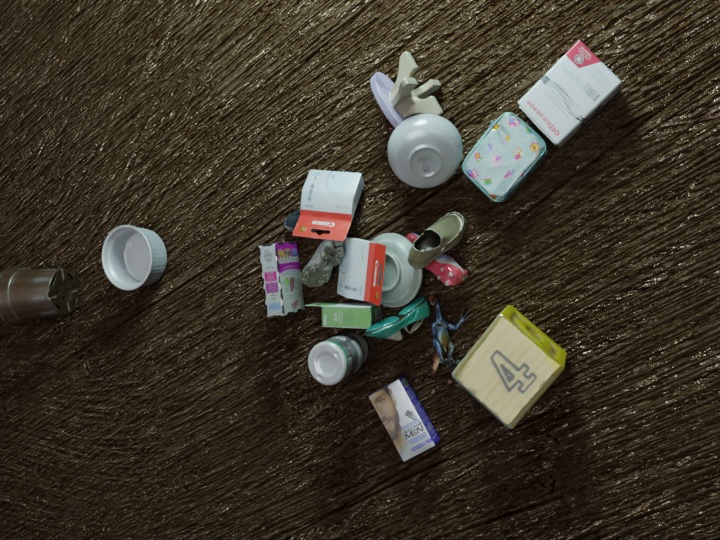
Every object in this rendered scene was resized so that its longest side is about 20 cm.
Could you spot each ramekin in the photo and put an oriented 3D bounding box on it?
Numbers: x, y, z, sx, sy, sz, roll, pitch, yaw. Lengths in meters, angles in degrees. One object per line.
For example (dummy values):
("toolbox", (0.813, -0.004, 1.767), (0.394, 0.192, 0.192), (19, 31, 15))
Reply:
("ramekin", (-0.714, -0.042, 2.008), (0.197, 0.097, 0.205), (1, 93, 21))

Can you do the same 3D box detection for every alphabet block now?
("alphabet block", (0.370, 0.231, 1.557), (0.196, 0.195, 0.201), (40, 105, 12))

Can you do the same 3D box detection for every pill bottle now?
("pill bottle", (-0.054, 0.234, 1.715), (0.111, 0.199, 0.116), (1, 94, 20))

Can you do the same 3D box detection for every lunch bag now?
("lunch bag", (0.361, -0.288, 1.587), (0.160, 0.077, 0.201), (45, 107, 14))

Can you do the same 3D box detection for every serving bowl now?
("serving bowl", (0.165, -0.291, 1.611), (0.196, 0.066, 0.203), (2, 129, 2))

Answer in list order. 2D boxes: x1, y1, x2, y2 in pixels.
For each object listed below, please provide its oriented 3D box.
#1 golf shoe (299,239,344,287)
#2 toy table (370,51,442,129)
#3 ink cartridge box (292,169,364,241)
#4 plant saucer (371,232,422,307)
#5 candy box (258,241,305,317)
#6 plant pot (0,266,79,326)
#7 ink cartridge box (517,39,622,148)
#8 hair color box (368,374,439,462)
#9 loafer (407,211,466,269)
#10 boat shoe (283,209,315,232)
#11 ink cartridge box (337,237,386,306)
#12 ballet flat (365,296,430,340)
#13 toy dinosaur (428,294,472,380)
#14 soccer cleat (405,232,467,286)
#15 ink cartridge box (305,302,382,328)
("golf shoe", (-0.104, -0.032, 1.795), (0.078, 0.098, 0.200), (30, 130, -19))
("toy table", (0.122, -0.453, 1.626), (0.117, 0.184, 0.201), (-34, 93, 35))
("ink cartridge box", (-0.092, -0.181, 1.722), (0.157, 0.048, 0.203), (7, 59, 20))
("plant saucer", (0.074, 0.001, 1.705), (0.197, 0.050, 0.205), (5, 99, 36))
("candy box", (-0.223, 0.024, 1.802), (0.060, 0.136, 0.204), (-7, 90, 22))
("plant pot", (-1.073, 0.077, 2.113), (0.194, 0.200, 0.205), (-6, 91, 14))
("ink cartridge box", (0.501, -0.419, 1.521), (0.200, 0.083, 0.146), (-44, 78, 18))
("hair color box", (0.120, 0.405, 1.733), (0.108, 0.065, 0.202), (-33, 80, 20))
("loafer", (0.201, -0.084, 1.623), (0.075, 0.069, 0.200), (39, 70, 22))
("boat shoe", (-0.136, -0.143, 1.797), (0.196, 0.062, 0.077), (0, 96, 22))
("ink cartridge box", (0.000, 0.000, 1.699), (0.199, 0.046, 0.164), (-162, 77, -64))
("ballet flat", (0.108, 0.144, 1.677), (0.198, 0.067, 0.071), (-29, 101, -19))
("toy dinosaur", (0.202, 0.166, 1.676), (0.200, 0.104, 0.184), (-42, 55, 34))
("soccer cleat", (0.199, -0.032, 1.681), (0.200, 0.076, 0.068), (43, 129, 31))
("ink cartridge box", (-0.046, 0.123, 1.756), (0.196, 0.104, 0.061), (0, 94, 21))
